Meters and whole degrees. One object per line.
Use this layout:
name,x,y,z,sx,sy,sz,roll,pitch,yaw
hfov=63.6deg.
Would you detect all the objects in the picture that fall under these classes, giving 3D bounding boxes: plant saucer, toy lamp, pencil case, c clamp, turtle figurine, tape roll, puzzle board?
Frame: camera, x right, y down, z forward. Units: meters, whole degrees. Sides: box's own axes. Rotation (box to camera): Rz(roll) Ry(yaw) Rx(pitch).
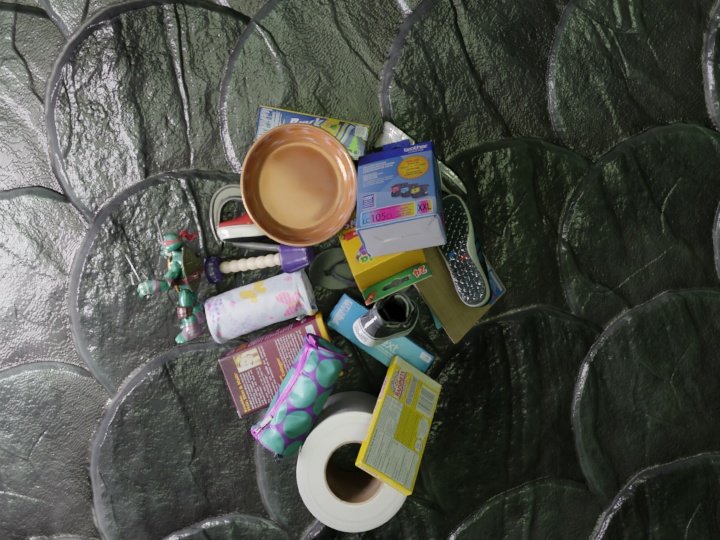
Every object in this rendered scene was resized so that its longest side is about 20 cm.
plant saucer,-0.102,-0.142,0.975,0.195,0.037,0.206,0,90,-12
toy lamp,-0.176,-0.015,1.014,0.195,0.058,0.060,-9,93,16
pencil case,-0.175,0.063,1.034,0.196,0.092,0.084,-17,49,1
c clamp,-0.183,-0.069,1.059,0.195,0.027,0.175,11,92,-4
turtle figurine,-0.318,0.012,0.996,0.098,0.150,0.204,-9,108,13
tape roll,-0.013,0.332,1.032,0.197,0.139,0.208,0,93,-2
puzzle board,0.166,0.006,1.055,0.150,0.017,0.202,-41,105,-20
pencil case,-0.102,0.206,0.961,0.092,0.085,0.203,27,94,-48

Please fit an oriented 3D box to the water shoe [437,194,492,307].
water shoe,0.180,-0.032,1.025,0.070,0.079,0.205,-17,76,22

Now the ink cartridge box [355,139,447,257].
ink cartridge box,0.065,-0.130,0.961,0.133,0.077,0.203,-10,49,13

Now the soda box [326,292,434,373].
soda box,0.034,0.123,1.059,0.198,0.068,0.065,36,90,-4

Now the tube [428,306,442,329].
tube,0.127,0.000,1.070,0.076,0.050,0.203,-29,97,-9

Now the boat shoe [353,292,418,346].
boat shoe,0.060,0.071,0.994,0.068,0.199,0.072,-46,73,26

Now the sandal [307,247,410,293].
sandal,0.000,-0.001,1.063,0.195,0.043,0.078,4,93,-3

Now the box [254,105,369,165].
box,-0.084,-0.238,1.034,0.195,0.070,0.066,10,93,-3

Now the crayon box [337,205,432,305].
crayon box,0.031,-0.051,0.994,0.125,0.051,0.202,-24,49,1

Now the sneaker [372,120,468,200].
sneaker,0.107,-0.182,1.054,0.198,0.074,0.081,36,103,1

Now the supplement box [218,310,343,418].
supplement box,-0.140,0.165,1.043,0.196,0.086,0.113,-22,95,-2

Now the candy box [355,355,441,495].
candy box,0.067,0.251,0.960,0.101,0.026,0.202,33,52,-10

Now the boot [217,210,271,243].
boot,-0.164,-0.132,1.020,0.196,0.072,0.148,-14,90,-14
